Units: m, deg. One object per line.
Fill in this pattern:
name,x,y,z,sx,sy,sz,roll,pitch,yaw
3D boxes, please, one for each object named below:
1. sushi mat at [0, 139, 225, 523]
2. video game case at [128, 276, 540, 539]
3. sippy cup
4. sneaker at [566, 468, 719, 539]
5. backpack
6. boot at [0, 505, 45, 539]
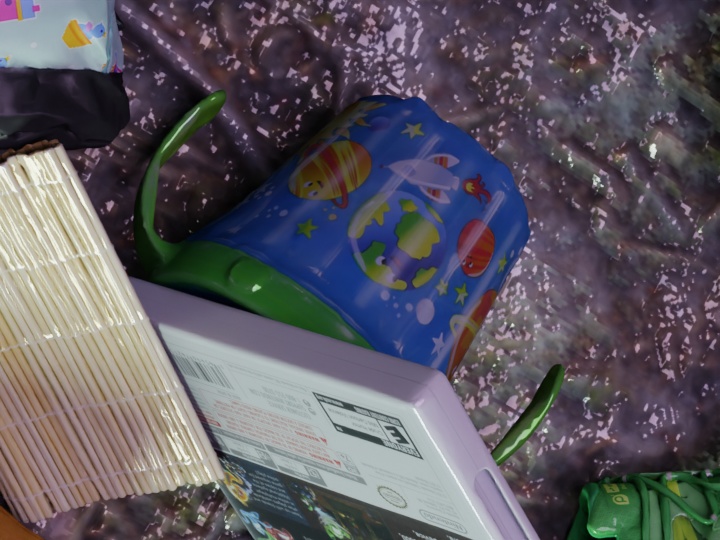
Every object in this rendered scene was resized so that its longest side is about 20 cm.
sushi mat,-0.130,0.030,1.221,0.095,0.012,0.200,-15,132,9
video game case,-0.001,0.089,1.232,0.023,0.200,0.182,-47,127,-24
sippy cup,0.000,0.000,1.279,0.130,0.139,0.178,-51,125,-20
sneaker,0.143,0.123,1.380,0.200,0.074,0.084,-39,104,-1
backpack,-0.159,-0.147,1.176,0.166,0.127,0.201,-2,97,-21
boot,-0.213,0.173,1.240,0.144,0.071,0.202,38,80,-26
